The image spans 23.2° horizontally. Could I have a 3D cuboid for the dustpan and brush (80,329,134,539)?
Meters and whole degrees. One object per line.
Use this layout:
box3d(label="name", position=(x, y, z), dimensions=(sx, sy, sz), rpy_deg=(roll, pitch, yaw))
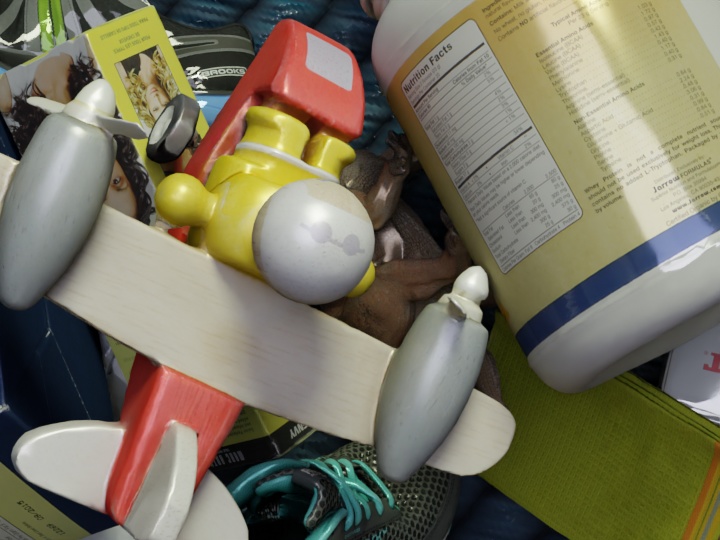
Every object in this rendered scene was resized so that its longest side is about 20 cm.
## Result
box3d(label="dustpan and brush", position=(-0.134, 0.068, 0.822), dimensions=(0.139, 0.057, 0.201), rpy_deg=(20, 65, 14))

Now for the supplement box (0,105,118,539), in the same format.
box3d(label="supplement box", position=(-0.230, 0.033, 0.769), dimensions=(0.198, 0.134, 0.201), rpy_deg=(-20, 59, 6))

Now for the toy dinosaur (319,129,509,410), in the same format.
box3d(label="toy dinosaur", position=(0.000, 0.000, 0.800), dimensions=(0.135, 0.086, 0.201), rpy_deg=(-43, 73, 25))

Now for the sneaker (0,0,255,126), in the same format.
box3d(label="sneaker", position=(-0.144, -0.109, 0.867), dimensions=(0.198, 0.071, 0.083), rpy_deg=(13, 65, 6))

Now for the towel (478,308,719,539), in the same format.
box3d(label="towel", position=(0.121, 0.095, 0.758), dimensions=(0.200, 0.018, 0.087), rpy_deg=(33, 115, 38))

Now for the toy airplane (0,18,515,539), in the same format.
box3d(label="toy airplane", position=(-0.047, 0.012, 0.659), dimensions=(0.199, 0.141, 0.200), rpy_deg=(-22, 88, -34))

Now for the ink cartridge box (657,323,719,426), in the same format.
box3d(label="ink cartridge box", position=(0.224, -0.010, 0.801), dimensions=(0.144, 0.083, 0.202), rpy_deg=(14, 79, 9))

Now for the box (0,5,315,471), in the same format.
box3d(label="box", position=(-0.087, -0.009, 0.779), dimensions=(0.075, 0.050, 0.201), rpy_deg=(-18, 100, 41))

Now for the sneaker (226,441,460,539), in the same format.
box3d(label="sneaker", position=(-0.020, 0.113, 0.756), dimensions=(0.078, 0.092, 0.199), rpy_deg=(44, 47, 19))

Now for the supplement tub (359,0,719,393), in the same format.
box3d(label="supplement tub", position=(0.092, -0.068, 0.708), dimensions=(0.144, 0.144, 0.201), rpy_deg=(-27, 79, -2))
